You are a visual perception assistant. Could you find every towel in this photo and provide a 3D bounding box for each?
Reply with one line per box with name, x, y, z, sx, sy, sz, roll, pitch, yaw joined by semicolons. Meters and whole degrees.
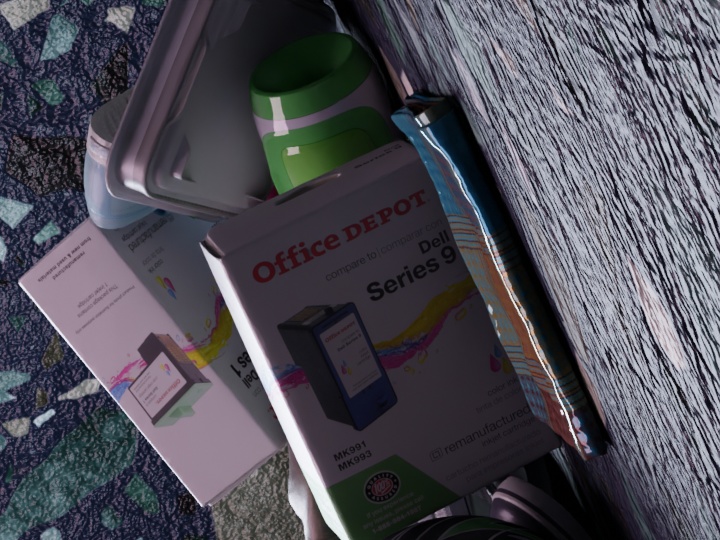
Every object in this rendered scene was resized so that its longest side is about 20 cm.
towel;0.071;0.000;1.342;0.147;0.022;0.201;-136;21;-83

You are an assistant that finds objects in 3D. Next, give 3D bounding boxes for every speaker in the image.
speaker;-0.001;-0.046;1.588;0.089;0.088;0.201;-121;7;-61

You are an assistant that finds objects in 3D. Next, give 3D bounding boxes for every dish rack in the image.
dish rack;-0.078;-0.110;1.603;0.043;0.173;0.200;25;-175;23

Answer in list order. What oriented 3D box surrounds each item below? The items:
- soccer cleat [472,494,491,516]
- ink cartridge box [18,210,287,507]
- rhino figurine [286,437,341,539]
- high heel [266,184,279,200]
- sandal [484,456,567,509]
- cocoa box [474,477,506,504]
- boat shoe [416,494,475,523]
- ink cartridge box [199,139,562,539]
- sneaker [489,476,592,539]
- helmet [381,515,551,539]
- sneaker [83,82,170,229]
soccer cleat;0.028;0.202;1.703;0.069;0.078;0.200;49;142;-9
ink cartridge box;-0.116;0.038;1.716;0.200;0.084;0.145;51;-151;-4
rhino figurine;-0.017;0.137;1.631;0.088;0.059;0.201;56;-149;-63
high heel;0.000;0.000;1.705;0.200;0.067;0.097;9;-96;-58
sandal;0.104;0.144;1.696;0.200;0.043;0.076;-126;11;-74
cocoa box;0.044;0.158;1.855;0.201;0.133;0.131;65;-173;2
boat shoe;0.048;0.153;1.606;0.067;0.073;0.202;0;-97;-62
ink cartridge box;0.011;0.042;1.507;0.201;0.145;0.087;66;172;-11
sneaker;0.117;0.219;1.590;0.078;0.079;0.201;23;150;43
helmet;0.063;0.236;1.463;0.190;0.201;0.200;30;172;7
sneaker;-0.126;-0.084;1.676;0.074;0.200;0.082;29;121;21
